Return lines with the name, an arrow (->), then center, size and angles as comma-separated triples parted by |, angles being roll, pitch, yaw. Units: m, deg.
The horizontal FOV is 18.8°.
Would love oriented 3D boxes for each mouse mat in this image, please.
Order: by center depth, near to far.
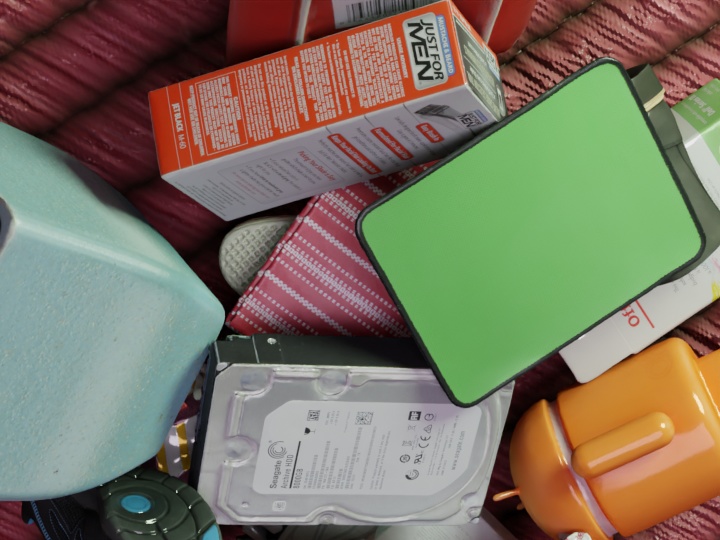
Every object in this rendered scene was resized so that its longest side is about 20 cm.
mouse mat -> 0.110, -0.022, 1.366 | 0.200, 0.008, 0.161 | -33, 116, -7

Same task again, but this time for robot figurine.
robot figurine -> 0.191, 0.123, 1.523 | 0.200, 0.144, 0.117 | -26, 117, 10

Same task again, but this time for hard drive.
hard drive -> -0.007, 0.107, 1.424 | 0.200, 0.038, 0.140 | 3, 126, -13

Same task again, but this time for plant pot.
plant pot -> -0.208, 0.029, 1.384 | 0.200, 0.196, 0.196 | 16, 109, -38

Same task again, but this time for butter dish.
butter dish -> 0.008, -0.215, 1.353 | 0.200, 0.199, 0.148 | -8, 72, -8

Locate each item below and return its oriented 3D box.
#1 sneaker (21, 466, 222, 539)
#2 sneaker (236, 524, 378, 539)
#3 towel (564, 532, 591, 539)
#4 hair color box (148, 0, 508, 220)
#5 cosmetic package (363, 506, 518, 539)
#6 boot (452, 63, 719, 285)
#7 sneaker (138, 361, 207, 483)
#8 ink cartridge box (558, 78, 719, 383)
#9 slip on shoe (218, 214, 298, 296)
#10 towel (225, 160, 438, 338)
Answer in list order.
sneaker -> -0.158, 0.168, 1.421 | 0.073, 0.200, 0.082 | -7, 119, -37
sneaker -> -0.004, 0.138, 1.516 | 0.081, 0.075, 0.200 | 38, 110, 18
towel -> 0.088, 0.276, 1.506 | 0.200, 0.030, 0.146 | -36, 151, -18
hair color box -> -0.018, -0.097, 1.355 | 0.200, 0.111, 0.064 | -14, 72, 15
cosmetic package -> 0.061, 0.252, 1.602 | 0.151, 0.052, 0.200 | -42, 114, 5
boot -> 0.143, -0.024, 1.408 | 0.200, 0.077, 0.138 | -34, 100, -9
sneaker -> -0.117, 0.098, 1.489 | 0.090, 0.075, 0.200 | 35, 100, -23
ink cartridge box -> 0.200, -0.026, 1.507 | 0.200, 0.067, 0.117 | -34, 113, 2
slip on shoe -> 0.000, 0.000, 1.477 | 0.200, 0.061, 0.074 | 4, 99, -16
towel -> 0.022, -0.008, 1.439 | 0.145, 0.022, 0.200 | 36, 91, -18
